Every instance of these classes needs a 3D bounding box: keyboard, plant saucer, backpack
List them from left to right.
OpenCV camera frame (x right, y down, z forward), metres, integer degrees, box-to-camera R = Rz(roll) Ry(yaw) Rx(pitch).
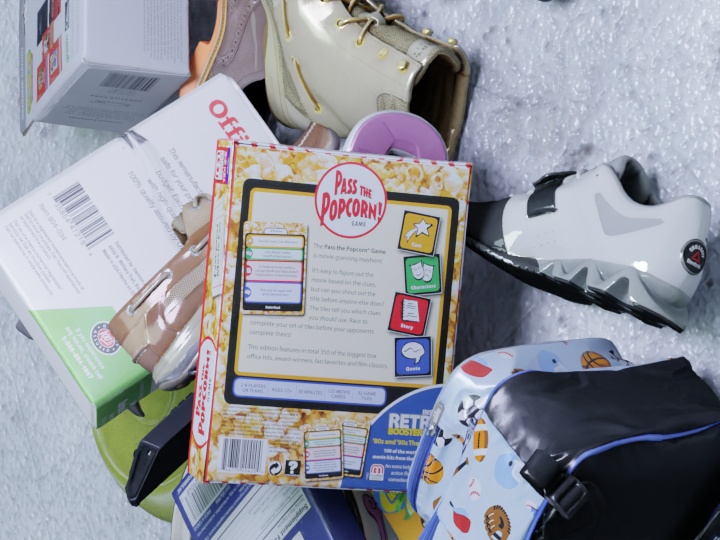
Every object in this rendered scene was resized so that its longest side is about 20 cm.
[{"bbox_3d":[-0.145,0.087,1.586,0.199,0.031,0.202,-2,87,46],"label":"plant saucer"},{"bbox_3d":[-0.079,0.062,1.365,0.021,0.200,0.127,38,136,9],"label":"keyboard"},{"bbox_3d":[0.112,0.139,1.211,0.154,0.199,0.192,44,124,43],"label":"backpack"}]

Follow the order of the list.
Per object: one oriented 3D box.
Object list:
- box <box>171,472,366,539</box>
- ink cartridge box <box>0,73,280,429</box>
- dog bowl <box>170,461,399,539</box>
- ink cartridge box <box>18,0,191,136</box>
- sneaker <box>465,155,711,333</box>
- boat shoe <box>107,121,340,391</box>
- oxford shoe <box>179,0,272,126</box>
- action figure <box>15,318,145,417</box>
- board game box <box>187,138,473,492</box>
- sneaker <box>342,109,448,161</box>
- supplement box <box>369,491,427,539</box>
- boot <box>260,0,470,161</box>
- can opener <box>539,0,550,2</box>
[{"bbox_3d":[-0.045,0.188,1.361,0.121,0.032,0.201,-51,54,36],"label":"box"},{"bbox_3d":[-0.133,-0.013,1.428,0.146,0.199,0.084,55,166,9],"label":"ink cartridge box"},{"bbox_3d":[-0.040,0.191,1.434,0.199,0.073,0.202,0,90,48],"label":"dog bowl"},{"bbox_3d":[-0.192,-0.213,1.582,0.175,0.083,0.202,149,122,-61],"label":"ink cartridge box"},{"bbox_3d":[0.134,-0.028,1.282,0.199,0.074,0.089,18,83,47],"label":"sneaker"},{"bbox_3d":[-0.085,-0.020,1.354,0.072,0.200,0.076,35,162,4],"label":"boat shoe"},{"bbox_3d":[-0.061,-0.173,1.489,0.073,0.071,0.201,45,129,33],"label":"oxford shoe"},{"bbox_3d":[-0.125,0.003,1.498,0.199,0.105,0.194,29,77,34],"label":"action figure"},{"bbox_3d":[-0.018,0.028,1.275,0.046,0.150,0.202,-167,83,-73],"label":"board game box"},{"bbox_3d":[0.000,0.000,1.350,0.088,0.080,0.202,-170,94,-75],"label":"sneaker"},{"bbox_3d":[0.034,0.106,1.372,0.200,0.068,0.067,54,126,31],"label":"supplement box"},{"bbox_3d":[-0.001,-0.169,1.390,0.155,0.073,0.201,24,127,43],"label":"boot"},{"bbox_3d":[0.039,-0.232,1.325,0.199,0.067,0.054,30,94,15],"label":"can opener"}]
